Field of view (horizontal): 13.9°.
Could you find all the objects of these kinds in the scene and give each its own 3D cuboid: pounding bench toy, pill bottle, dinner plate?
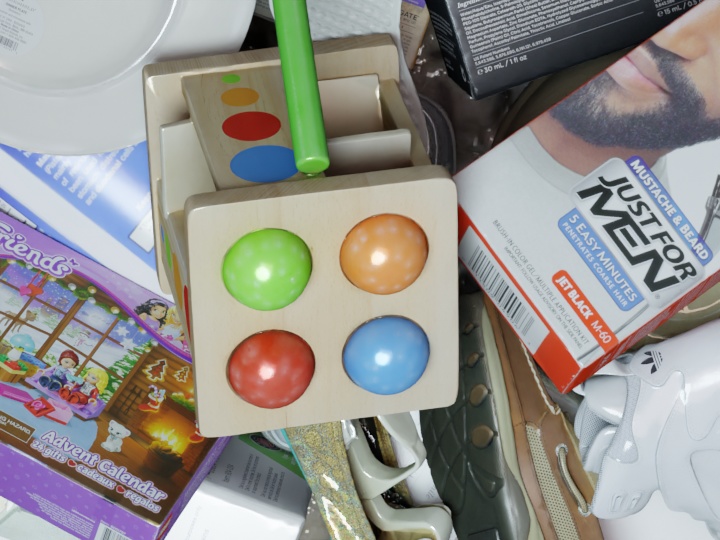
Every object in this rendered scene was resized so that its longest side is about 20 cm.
[{"bbox_3d":[-0.028,-0.045,1.370,0.124,0.156,0.200,-7,123,-9],"label":"pounding bench toy"},{"bbox_3d":[-0.147,-0.067,1.529,0.200,0.112,0.112,39,98,-4],"label":"pill bottle"},{"bbox_3d":[-0.148,-0.153,1.438,0.200,0.024,0.201,3,103,11],"label":"dinner plate"}]

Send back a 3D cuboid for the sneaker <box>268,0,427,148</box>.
[{"bbox_3d":[-0.015,-0.148,1.471,0.072,0.114,0.201,-8,124,-4],"label":"sneaker"}]

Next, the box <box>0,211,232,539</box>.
[{"bbox_3d":[-0.160,0.048,1.457,0.200,0.137,0.039,28,133,5],"label":"box"}]

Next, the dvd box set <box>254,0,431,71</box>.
[{"bbox_3d":[-0.007,-0.222,1.541,0.146,0.029,0.200,19,100,-1],"label":"dvd box set"}]

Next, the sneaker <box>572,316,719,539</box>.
[{"bbox_3d":[0.170,0.104,1.467,0.115,0.075,0.200,-12,128,4],"label":"sneaker"}]

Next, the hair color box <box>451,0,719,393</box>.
[{"bbox_3d":[0.145,-0.046,1.402,0.200,0.064,0.111,-36,82,-14],"label":"hair color box"}]

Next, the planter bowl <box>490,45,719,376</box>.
[{"bbox_3d":[0.161,-0.021,1.515,0.200,0.135,0.201,0,100,2],"label":"planter bowl"}]

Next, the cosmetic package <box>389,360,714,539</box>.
[{"bbox_3d":[0.105,0.122,1.566,0.200,0.081,0.113,31,97,-2],"label":"cosmetic package"}]

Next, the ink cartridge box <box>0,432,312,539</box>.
[{"bbox_3d":[-0.130,0.111,1.539,0.200,0.146,0.084,21,101,-1],"label":"ink cartridge box"}]

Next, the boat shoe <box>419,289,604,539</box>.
[{"bbox_3d":[0.084,0.107,1.496,0.074,0.076,0.201,-10,88,-30],"label":"boat shoe"}]

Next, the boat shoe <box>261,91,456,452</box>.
[{"bbox_3d":[-0.002,0.000,1.549,0.074,0.065,0.202,24,86,-2],"label":"boat shoe"}]

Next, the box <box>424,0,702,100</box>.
[{"bbox_3d":[0.124,-0.188,1.500,0.200,0.079,0.141,-19,107,-4],"label":"box"}]

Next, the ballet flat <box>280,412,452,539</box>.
[{"bbox_3d":[0.009,0.113,1.483,0.071,0.071,0.200,-20,106,5],"label":"ballet flat"}]
